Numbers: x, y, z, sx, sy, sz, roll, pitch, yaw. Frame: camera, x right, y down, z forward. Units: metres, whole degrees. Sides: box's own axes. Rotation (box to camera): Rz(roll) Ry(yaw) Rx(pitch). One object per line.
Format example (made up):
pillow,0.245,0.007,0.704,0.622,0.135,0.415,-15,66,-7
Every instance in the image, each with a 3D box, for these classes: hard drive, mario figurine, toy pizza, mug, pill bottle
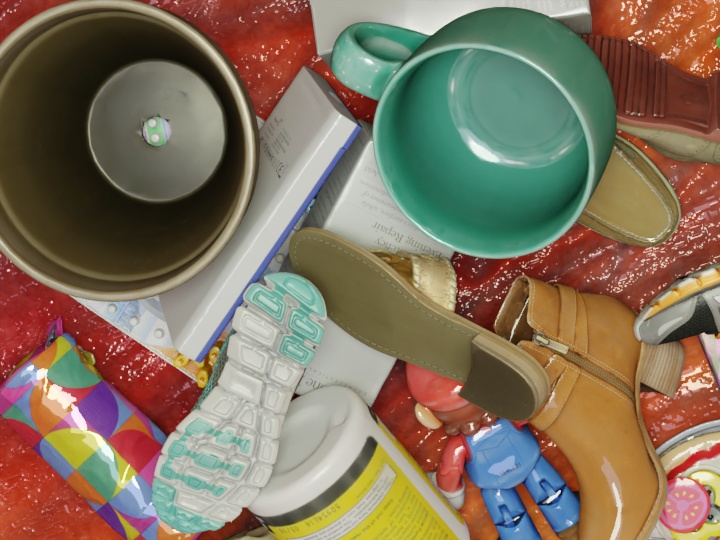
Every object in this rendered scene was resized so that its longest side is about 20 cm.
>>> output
hard drive,-0.077,-0.043,1.243,0.025,0.132,0.200,31,101,-22
mario figurine,0.100,0.118,1.320,0.123,0.106,0.200,-38,107,-33
toy pizza,0.294,0.212,1.327,0.199,0.032,0.201,1,99,5
mug,0.088,-0.113,1.170,0.152,0.114,0.185,-23,106,30
pill bottle,0.009,0.190,1.268,0.114,0.114,0.200,-35,115,9

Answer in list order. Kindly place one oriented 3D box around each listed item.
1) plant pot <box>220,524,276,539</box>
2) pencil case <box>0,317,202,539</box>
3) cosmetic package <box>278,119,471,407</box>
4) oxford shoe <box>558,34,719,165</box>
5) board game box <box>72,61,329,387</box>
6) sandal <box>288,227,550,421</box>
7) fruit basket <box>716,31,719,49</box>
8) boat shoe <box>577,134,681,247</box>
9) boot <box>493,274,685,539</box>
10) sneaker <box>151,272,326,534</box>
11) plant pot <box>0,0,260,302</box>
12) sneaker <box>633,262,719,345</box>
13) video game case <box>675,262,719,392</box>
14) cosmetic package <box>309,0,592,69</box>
plant pot,-0.081,0.294,1.306,0.200,0.200,0.184,-25,86,9
pencil case,-0.193,0.133,1.333,0.088,0.088,0.200,-41,94,10
cosmetic package,0.000,0.000,1.286,0.101,0.074,0.201,23,102,-14
oxford shoe,0.207,-0.112,1.256,0.199,0.075,0.071,17,61,-2
board game box,-0.145,-0.042,1.328,0.200,0.026,0.200,34,101,-1
sandal,0.051,0.025,1.226,0.211,0.070,0.078,33,136,16
fruit basket,0.380,-0.170,1.222,0.215,0.155,0.216,11,66,-26
boat shoe,0.150,-0.082,1.269,0.200,0.076,0.072,35,100,-1
boot,0.149,0.111,1.258,0.154,0.074,0.201,23,70,-29
sneaker,-0.080,0.093,1.220,0.077,0.091,0.200,30,96,-2
plant pot,-0.159,-0.090,1.221,0.199,0.174,0.201,1,98,5
sneaker,0.293,0.020,1.234,0.199,0.078,0.078,-19,91,7
video game case,0.353,0.066,1.280,0.181,0.036,0.201,-22,87,8
cosmetic package,0.062,-0.211,1.245,0.199,0.090,0.107,-6,86,9
